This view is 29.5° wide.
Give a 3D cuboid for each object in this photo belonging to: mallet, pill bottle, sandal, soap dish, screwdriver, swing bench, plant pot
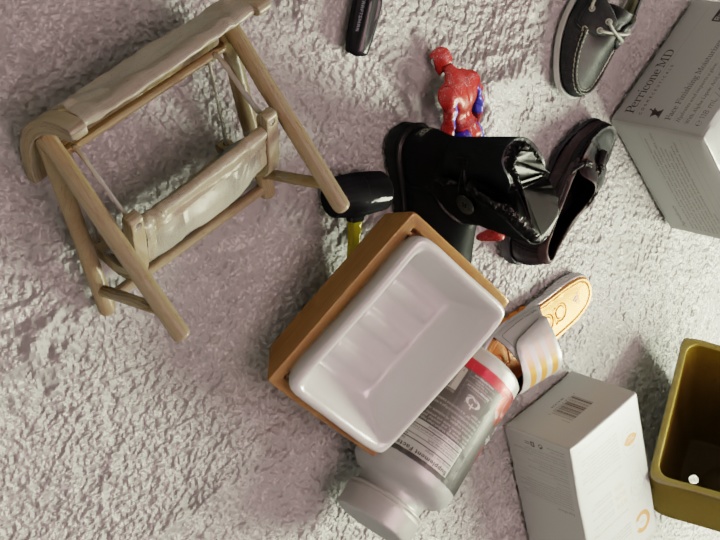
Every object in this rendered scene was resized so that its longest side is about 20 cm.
[{"bbox_3d":[0.000,0.000,1.308,0.066,0.041,0.201,-20,119,-34],"label":"mallet"},{"bbox_3d":[0.064,0.168,1.362,0.200,0.110,0.111,-56,132,-16],"label":"pill bottle"},{"bbox_3d":[0.202,0.072,1.500,0.207,0.059,0.079,-40,126,-28],"label":"sandal"},{"bbox_3d":[0.023,0.056,1.273,0.200,0.081,0.157,-49,126,2],"label":"soap dish"},{"bbox_3d":[0.020,-0.293,1.237,0.028,0.029,0.201,7,103,-44],"label":"screwdriver"},{"bbox_3d":[-0.144,-0.088,1.083,0.199,0.129,0.201,-38,120,-28],"label":"swing bench"},{"bbox_3d":[0.457,0.232,1.680,0.200,0.195,0.195,85,23,-60],"label":"plant pot"}]

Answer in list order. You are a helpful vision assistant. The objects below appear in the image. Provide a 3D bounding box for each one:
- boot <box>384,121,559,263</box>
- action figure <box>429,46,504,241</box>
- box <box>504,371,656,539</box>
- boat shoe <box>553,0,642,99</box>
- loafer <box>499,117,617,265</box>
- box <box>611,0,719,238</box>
[{"bbox_3d":[0.111,-0.044,1.304,0.076,0.168,0.201,-33,123,-32],"label":"boot"},{"bbox_3d":[0.107,-0.128,1.360,0.065,0.052,0.201,-38,121,-36],"label":"action figure"},{"bbox_3d":[0.257,0.240,1.575,0.124,0.097,0.201,-33,122,-33],"label":"box"},{"bbox_3d":[0.262,-0.277,1.452,0.075,0.060,0.201,13,93,-44],"label":"boat shoe"},{"bbox_3d":[0.229,-0.080,1.477,0.200,0.063,0.072,-52,131,-19],"label":"loafer"},{"bbox_3d":[0.423,-0.172,1.586,0.199,0.130,0.200,-54,131,-17],"label":"box"}]
